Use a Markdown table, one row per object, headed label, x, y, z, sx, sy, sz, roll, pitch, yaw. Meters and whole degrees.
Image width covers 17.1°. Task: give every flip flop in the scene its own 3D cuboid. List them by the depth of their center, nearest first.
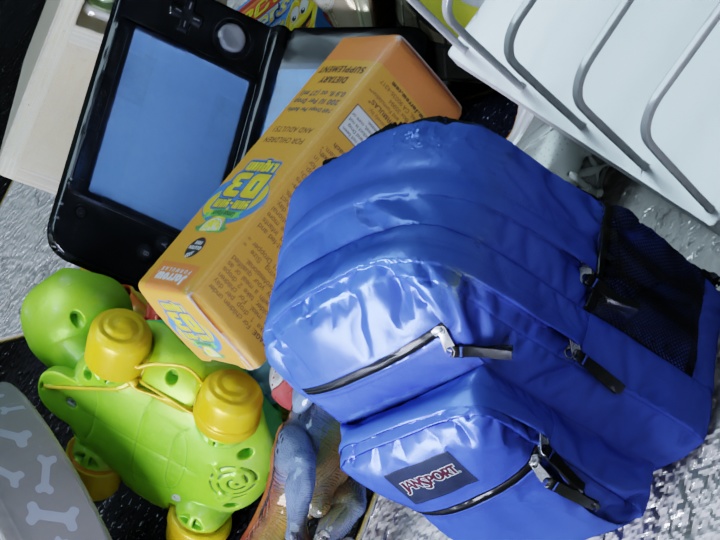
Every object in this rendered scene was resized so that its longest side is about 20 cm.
| label | x | y | z | sx | sy | sz | roll | pitch | yaw |
| --- | --- | --- | --- | --- | --- | --- | --- | --- | --- |
| flip flop | 0.081 | -0.156 | 1.488 | 0.200 | 0.057 | 0.082 | 19 | 111 | 55 |

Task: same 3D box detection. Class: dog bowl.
| label | x | y | z | sx | sy | sz | roll | pitch | yaw |
| --- | --- | --- | --- | --- | --- | --- | --- | --- | --- |
| dog bowl | -0.197 | 0.157 | 1.434 | 0.058 | 0.201 | 0.200 | -29 | 21 | -17 |

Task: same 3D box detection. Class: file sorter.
| label | x | y | z | sx | sy | sz | roll | pitch | yaw |
| --- | --- | --- | --- | --- | --- | --- | --- | --- | --- |
| file sorter | 0.132 | -0.142 | 1.224 | 0.200 | 0.124 | 0.139 | 37 | 91 | 34 |

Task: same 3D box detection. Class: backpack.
| label | x | y | z | sx | sy | sz | roll | pitch | yaw |
| --- | --- | --- | --- | --- | --- | --- | --- | --- | --- |
| backpack | 0.057 | 0.032 | 1.143 | 0.162 | 0.200 | 0.169 | -29 | 35 | 38 |

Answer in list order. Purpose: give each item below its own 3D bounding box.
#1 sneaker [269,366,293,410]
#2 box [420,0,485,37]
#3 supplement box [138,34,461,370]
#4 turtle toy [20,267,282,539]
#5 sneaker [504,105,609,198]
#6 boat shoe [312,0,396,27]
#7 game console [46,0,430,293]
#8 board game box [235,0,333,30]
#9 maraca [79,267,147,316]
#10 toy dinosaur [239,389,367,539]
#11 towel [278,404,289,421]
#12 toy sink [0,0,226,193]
| label | x | y | z | sx | sy | sz | roll | pitch | yaw |
| --- | --- | --- | --- | --- | --- | --- | --- | --- | --- |
| sneaker | 0.000 | 0.000 | 1.399 | 0.082 | 0.078 | 0.201 | 9 | 55 | 36 |
| box | 0.092 | -0.180 | 1.385 | 0.200 | 0.048 | 0.118 | 46 | 110 | 19 |
| supplement box | -0.033 | -0.040 | 1.343 | 0.200 | 0.069 | 0.066 | -53 | 28 | -18 |
| turtle toy | -0.123 | 0.070 | 1.426 | 0.101 | 0.199 | 0.146 | -49 | -17 | -45 |
| sneaker | 0.116 | -0.056 | 1.316 | 0.200 | 0.076 | 0.092 | -48 | 44 | 13 |
| boat shoe | -0.017 | -0.208 | 1.567 | 0.065 | 0.201 | 0.072 | -7 | 24 | 27 |
| game console | -0.075 | -0.082 | 1.474 | 0.116 | 0.175 | 0.201 | -21 | 50 | 58 |
| board game box | -0.078 | -0.111 | 1.697 | 0.200 | 0.056 | 0.197 | -35 | 32 | 34 |
| maraca | -0.100 | -0.016 | 1.570 | 0.199 | 0.107 | 0.138 | -20 | 63 | 21 |
| toy dinosaur | -0.027 | 0.073 | 1.285 | 0.199 | 0.105 | 0.183 | -19 | 58 | 22 |
| towel | 0.009 | 0.006 | 1.461 | 0.086 | 0.018 | 0.201 | -8 | 51 | 51 |
| toy sink | -0.159 | -0.159 | 1.628 | 0.131 | 0.111 | 0.201 | -86 | 19 | -48 |
